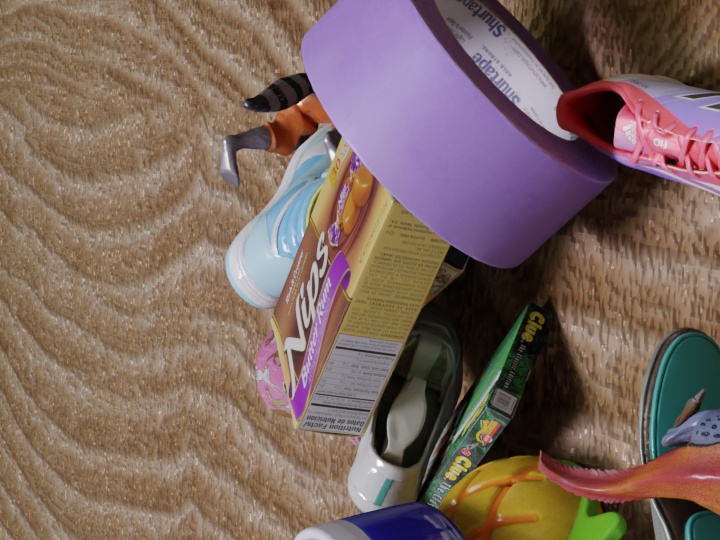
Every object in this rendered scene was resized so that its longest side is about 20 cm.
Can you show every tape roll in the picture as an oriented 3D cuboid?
[{"bbox_3d":[0.063,-0.104,1.156,0.085,0.200,0.201,-41,49,21],"label":"tape roll"}]

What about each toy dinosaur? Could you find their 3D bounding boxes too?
[{"bbox_3d":[0.209,0.119,0.951,0.181,0.199,0.106,-129,19,-88],"label":"toy dinosaur"}]

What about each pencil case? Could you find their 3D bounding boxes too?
[{"bbox_3d":[-0.013,0.095,1.469,0.200,0.086,0.083,14,84,64],"label":"pencil case"}]

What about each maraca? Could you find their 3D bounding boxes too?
[{"bbox_3d":[0.106,0.184,1.182,0.137,0.107,0.200,-54,16,-2],"label":"maraca"}]

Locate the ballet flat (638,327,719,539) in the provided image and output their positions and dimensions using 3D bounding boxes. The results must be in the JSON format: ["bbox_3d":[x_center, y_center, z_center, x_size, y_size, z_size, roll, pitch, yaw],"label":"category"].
[{"bbox_3d":[0.190,0.136,1.077,0.064,0.067,0.201,140,125,-68],"label":"ballet flat"}]

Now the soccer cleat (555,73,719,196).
[{"bbox_3d":[0.189,-0.075,1.057,0.200,0.073,0.069,29,117,60],"label":"soccer cleat"}]

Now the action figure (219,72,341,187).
[{"bbox_3d":[0.005,-0.142,1.341,0.199,0.194,0.105,-14,121,46],"label":"action figure"}]

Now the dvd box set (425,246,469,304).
[{"bbox_3d":[0.040,-0.023,1.338,0.200,0.029,0.147,-45,20,56],"label":"dvd box set"}]

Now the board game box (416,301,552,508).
[{"bbox_3d":[0.073,0.117,1.297,0.105,0.023,0.200,-60,0,-42],"label":"board game box"}]

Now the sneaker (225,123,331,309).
[{"bbox_3d":[-0.008,-0.059,1.398,0.130,0.080,0.200,-25,26,48],"label":"sneaker"}]

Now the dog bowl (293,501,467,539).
[{"bbox_3d":[0.025,0.250,1.160,0.200,0.078,0.201,167,90,-69],"label":"dog bowl"}]

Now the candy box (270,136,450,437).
[{"bbox_3d":[0.000,0.000,1.246,0.117,0.056,0.201,-107,33,-48],"label":"candy box"}]

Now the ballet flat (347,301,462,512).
[{"bbox_3d":[0.039,0.085,1.315,0.070,0.069,0.201,121,170,-48],"label":"ballet flat"}]
